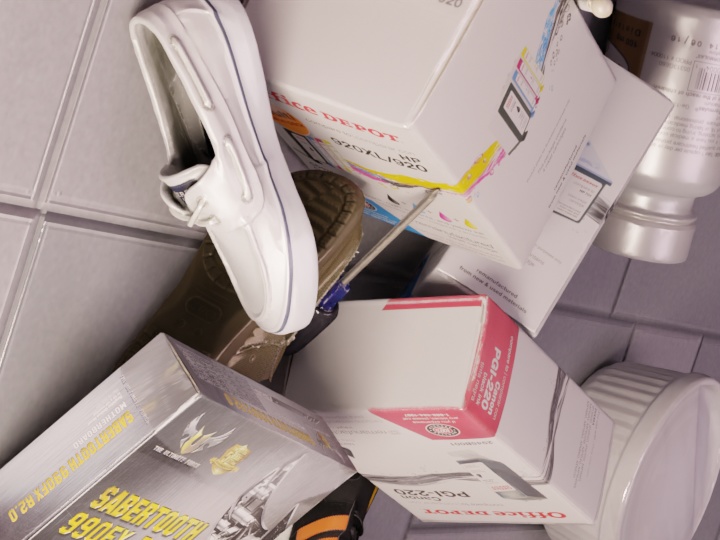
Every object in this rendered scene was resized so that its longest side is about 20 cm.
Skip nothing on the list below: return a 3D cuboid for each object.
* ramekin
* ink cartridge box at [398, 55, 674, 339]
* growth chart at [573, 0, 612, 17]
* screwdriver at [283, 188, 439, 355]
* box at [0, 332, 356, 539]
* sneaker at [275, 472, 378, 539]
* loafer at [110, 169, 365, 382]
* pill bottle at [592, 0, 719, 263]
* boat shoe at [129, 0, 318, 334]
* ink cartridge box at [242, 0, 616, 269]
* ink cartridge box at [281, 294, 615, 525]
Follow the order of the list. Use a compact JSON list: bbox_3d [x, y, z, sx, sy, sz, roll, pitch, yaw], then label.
[{"bbox_3d":[0.235,0.172,1.772,0.202,0.094,0.203,-35,135,-44],"label":"ramekin"},{"bbox_3d":[0.116,-0.039,1.399,0.200,0.086,0.146,-59,-177,-20],"label":"ink cartridge box"},{"bbox_3d":[0.095,-0.235,1.193,0.018,0.145,0.200,-28,111,-2],"label":"growth chart"},{"bbox_3d":[0.000,0.000,1.241,0.029,0.028,0.200,-3,154,-39],"label":"screwdriver"},{"bbox_3d":[-0.111,0.126,1.161,0.158,0.048,0.200,-39,151,8],"label":"box"},{"bbox_3d":[-0.023,0.208,1.380,0.200,0.090,0.070,-54,146,-25],"label":"sneaker"},{"bbox_3d":[-0.070,0.022,1.213,0.200,0.076,0.067,-46,150,-14],"label":"loafer"},{"bbox_3d":[0.234,-0.113,1.575,0.114,0.114,0.201,-10,116,-56],"label":"pill bottle"},{"bbox_3d":[-0.081,-0.054,1.123,0.065,0.073,0.201,-23,101,-33],"label":"boat shoe"},{"bbox_3d":[0.038,-0.120,1.221,0.145,0.147,0.200,-62,149,-12],"label":"ink cartridge box"},{"bbox_3d":[0.061,0.097,1.352,0.200,0.145,0.085,40,55,-49],"label":"ink cartridge box"}]
